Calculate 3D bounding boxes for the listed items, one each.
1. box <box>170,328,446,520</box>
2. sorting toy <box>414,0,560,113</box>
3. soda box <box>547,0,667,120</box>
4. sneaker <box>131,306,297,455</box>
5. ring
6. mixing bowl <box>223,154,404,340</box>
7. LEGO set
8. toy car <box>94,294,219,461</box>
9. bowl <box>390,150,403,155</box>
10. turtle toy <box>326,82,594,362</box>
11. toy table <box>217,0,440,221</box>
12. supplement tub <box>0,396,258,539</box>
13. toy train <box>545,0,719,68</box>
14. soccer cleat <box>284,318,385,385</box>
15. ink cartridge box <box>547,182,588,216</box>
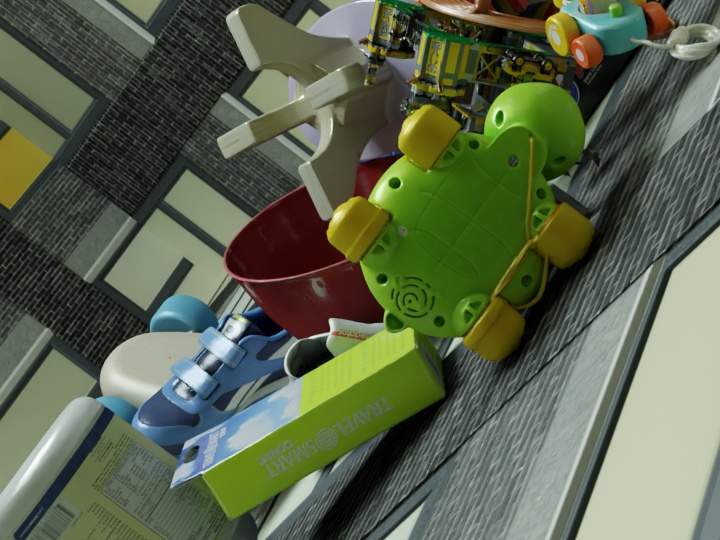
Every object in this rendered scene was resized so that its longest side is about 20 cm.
[{"bbox_3d":[-0.036,0.108,1.466,0.200,0.048,0.122,-30,9,6],"label":"box"},{"bbox_3d":[0.118,-0.210,1.757,0.070,0.200,0.199,-8,37,51],"label":"sorting toy"},{"bbox_3d":[0.172,-0.165,1.685,0.200,0.063,0.071,-54,6,-14],"label":"soda box"},{"bbox_3d":[-0.118,0.083,1.748,0.200,0.074,0.082,-34,-46,-23],"label":"sneaker"},{"bbox_3d":[0.144,-0.206,1.567,0.200,0.200,0.019,-74,-9,-73],"label":"ring"},{"bbox_3d":[0.000,0.000,1.665,0.200,0.109,0.200,-20,22,8],"label":"mixing bowl"},{"bbox_3d":[0.075,-0.122,1.503,0.200,0.154,0.116,-140,59,-61],"label":"LEGO set"},{"bbox_3d":[-0.143,0.159,1.890,0.184,0.177,0.200,-59,-31,-46],"label":"toy car"},{"bbox_3d":[0.006,-0.049,1.863,0.201,0.039,0.201,-60,16,29],"label":"bowl"},{"bbox_3d":[0.077,-0.040,1.340,0.200,0.146,0.101,-53,-2,-5],"label":"turtle toy"},{"bbox_3d":[-0.026,-0.140,1.660,0.117,0.184,0.200,-26,-10,-38],"label":"toy table"},{"bbox_3d":[-0.166,0.203,1.494,0.145,0.200,0.145,-52,6,8],"label":"supplement tub"},{"bbox_3d":[0.203,-0.215,1.450,0.150,0.056,0.200,-6,32,18],"label":"toy train"},{"bbox_3d":[-0.030,0.089,1.605,0.200,0.085,0.069,-41,38,53],"label":"soccer cleat"},{"bbox_3d":[0.098,-0.009,1.483,0.119,0.042,0.200,-53,5,-1],"label":"ink cartridge box"}]
